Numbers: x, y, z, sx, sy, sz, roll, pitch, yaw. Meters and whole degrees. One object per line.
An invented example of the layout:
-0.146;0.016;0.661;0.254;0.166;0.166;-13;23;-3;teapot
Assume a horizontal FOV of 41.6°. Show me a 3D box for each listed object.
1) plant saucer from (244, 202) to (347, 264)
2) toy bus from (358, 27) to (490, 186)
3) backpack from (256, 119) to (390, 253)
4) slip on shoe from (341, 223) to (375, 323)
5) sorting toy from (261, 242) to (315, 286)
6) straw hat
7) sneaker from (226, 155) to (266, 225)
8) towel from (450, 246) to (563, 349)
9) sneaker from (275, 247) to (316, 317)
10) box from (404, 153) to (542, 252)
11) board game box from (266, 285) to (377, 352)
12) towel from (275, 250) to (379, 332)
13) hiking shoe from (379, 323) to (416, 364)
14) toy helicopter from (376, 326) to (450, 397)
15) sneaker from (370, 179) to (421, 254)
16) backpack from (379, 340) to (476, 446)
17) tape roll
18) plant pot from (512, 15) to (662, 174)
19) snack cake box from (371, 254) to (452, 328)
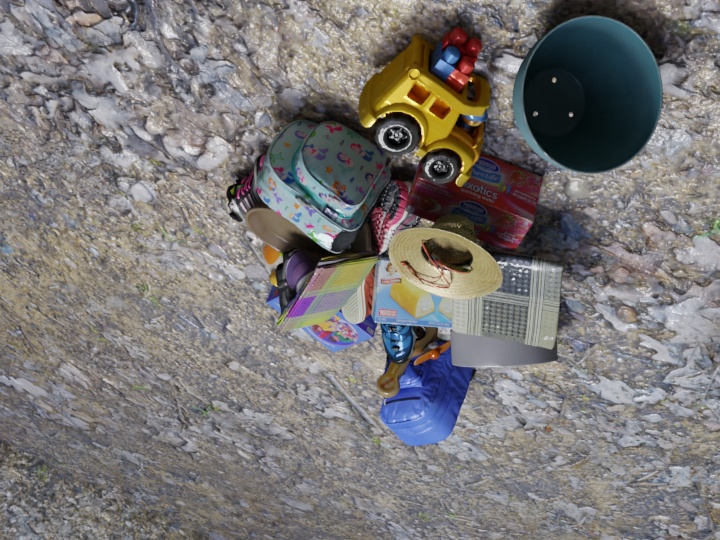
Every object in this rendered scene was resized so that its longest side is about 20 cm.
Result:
-0.110;-0.065;1.677;0.198;0.030;0.200;22;160;8;plant saucer
0.125;-0.251;1.390;0.199;0.137;0.192;31;127;-20;toy bus
-0.064;-0.152;1.553;0.199;0.178;0.151;31;142;2;backpack
0.000;0.000;1.760;0.074;0.061;0.202;21;122;37;slip on shoe
-0.072;-0.034;1.802;0.198;0.107;0.181;28;125;-12;sorting toy
0.142;-0.042;1.504;0.199;0.086;0.202;18;151;10;straw hat
-0.201;-0.141;1.717;0.086;0.074;0.201;14;150;-3;sneaker
0.244;0.043;1.606;0.190;0.035;0.202;9;133;14;towel
-0.121;0.028;1.754;0.088;0.075;0.201;52;148;18;sneaker
0.182;-0.124;1.534;0.198;0.100;0.096;21;146;-2;box
-0.080;0.086;1.985;0.199;0.045;0.134;39;140;-25;board game box
-0.059;0.035;1.689;0.023;0.143;0.201;57;135;23;towel
0.058;0.082;1.796;0.074;0.087;0.203;0;99;26;hiking shoe
0.095;0.165;1.870;0.131;0.201;0.079;20;153;17;toy helicopter
0.068;-0.089;1.662;0.074;0.082;0.200;-5;158;-19;sneaker
0.119;0.253;1.977;0.162;0.202;0.168;-19;130;42;backpack
0.268;0.138;1.773;0.197;0.067;0.200;-4;179;0;tape roll
0.288;-0.233;1.291;0.199;0.202;0.135;29;179;-13;plant pot
0.123;0.038;1.716;0.197;0.117;0.067;4;-171;-6;snack cake box
